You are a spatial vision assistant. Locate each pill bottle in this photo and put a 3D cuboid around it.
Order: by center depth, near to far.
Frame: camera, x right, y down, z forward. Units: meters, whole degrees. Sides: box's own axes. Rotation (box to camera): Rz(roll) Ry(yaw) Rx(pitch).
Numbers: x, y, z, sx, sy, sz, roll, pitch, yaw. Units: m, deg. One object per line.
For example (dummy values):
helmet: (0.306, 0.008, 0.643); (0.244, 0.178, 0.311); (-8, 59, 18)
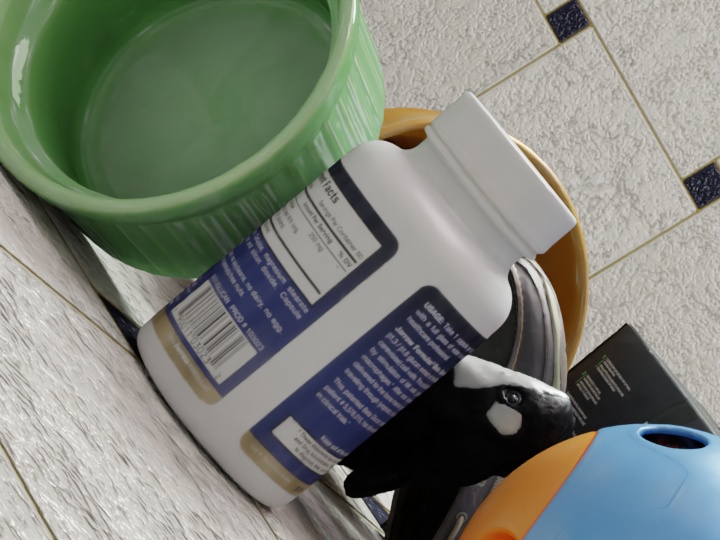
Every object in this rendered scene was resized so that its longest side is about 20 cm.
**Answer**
pill bottle: (0.001, 0.010, 1.378); (0.111, 0.200, 0.111); (50, 5, -6)

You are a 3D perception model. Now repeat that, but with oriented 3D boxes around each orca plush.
orca plush: (0.002, 0.076, 1.447); (0.199, 0.071, 0.106); (19, -44, 11)

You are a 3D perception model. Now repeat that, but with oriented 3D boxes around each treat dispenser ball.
treat dispenser ball: (0.136, 0.174, 1.384); (0.201, 0.201, 0.201); (50, 5, -6)

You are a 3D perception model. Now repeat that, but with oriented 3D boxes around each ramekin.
ramekin: (-0.084, -0.094, 1.451); (0.200, 0.200, 0.098); (54, -2, 33)

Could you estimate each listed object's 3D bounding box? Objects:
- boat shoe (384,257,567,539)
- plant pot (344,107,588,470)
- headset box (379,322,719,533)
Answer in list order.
boat shoe: (0.056, 0.084, 1.530); (0.073, 0.201, 0.074); (12, -8, -43)
plant pot: (0.000, 0.000, 1.648); (0.200, 0.200, 0.183); (48, -11, -25)
headset box: (0.137, 0.150, 1.591); (0.093, 0.200, 0.174); (46, 5, -36)
